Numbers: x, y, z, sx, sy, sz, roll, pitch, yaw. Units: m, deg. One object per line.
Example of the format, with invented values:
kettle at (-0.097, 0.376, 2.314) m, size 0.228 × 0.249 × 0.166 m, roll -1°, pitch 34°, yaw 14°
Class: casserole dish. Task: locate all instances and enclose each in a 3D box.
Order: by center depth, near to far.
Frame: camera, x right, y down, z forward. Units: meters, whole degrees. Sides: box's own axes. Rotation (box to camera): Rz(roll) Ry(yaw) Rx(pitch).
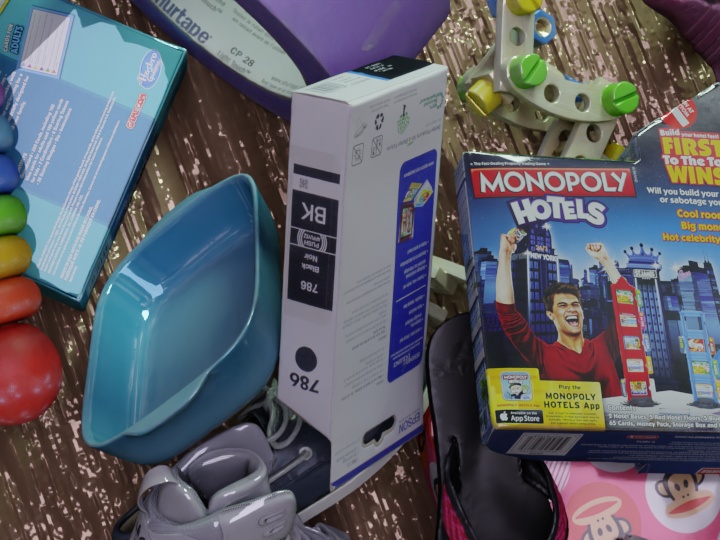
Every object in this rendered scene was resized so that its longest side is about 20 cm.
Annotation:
casserole dish at (-0.087, 0.028, 1.132) m, size 0.121 × 0.201 × 0.039 m, roll -37°, pitch 116°, yaw 18°

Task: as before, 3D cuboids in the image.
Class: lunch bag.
lunch bag at (0.144, 0.120, 1.177) m, size 0.198 × 0.082 × 0.177 m, roll -19°, pitch 83°, yaw -8°

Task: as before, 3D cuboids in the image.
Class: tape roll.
tape roll at (-0.055, -0.164, 1.147) m, size 0.200 × 0.200 × 0.085 m, roll 38°, pitch 80°, yaw 2°

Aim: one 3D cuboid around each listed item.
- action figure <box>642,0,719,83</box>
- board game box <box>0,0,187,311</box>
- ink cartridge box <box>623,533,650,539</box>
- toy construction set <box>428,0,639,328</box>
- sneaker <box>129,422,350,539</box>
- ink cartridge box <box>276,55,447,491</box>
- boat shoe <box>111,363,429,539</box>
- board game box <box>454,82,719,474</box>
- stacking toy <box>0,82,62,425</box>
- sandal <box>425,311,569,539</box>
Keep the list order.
action figure at (0.206, -0.136, 1.220) m, size 0.200 × 0.134 × 0.149 m, roll 43°, pitch 95°, yaw -1°
board game box at (-0.215, -0.087, 1.198) m, size 0.199 × 0.047 × 0.152 m, roll 23°, pitch 80°, yaw -1°
ink cartridge box at (0.176, 0.255, 1.117) m, size 0.145 × 0.083 × 0.201 m, roll 19°, pitch 95°, yaw -15°
toy construction set at (0.080, -0.046, 1.194) m, size 0.131 × 0.092 × 0.201 m, roll 33°, pitch 86°, yaw -24°
sneaker at (-0.031, 0.144, 1.103) m, size 0.198 × 0.075 × 0.116 m, roll 1°, pitch 119°, yaw -22°
ink cartridge box at (0.000, 0.000, 1.089) m, size 0.039 × 0.099 × 0.202 m, roll 13°, pitch 110°, yaw 28°
boat shoe at (-0.046, 0.096, 1.166) m, size 0.200 × 0.075 × 0.062 m, roll -38°, pitch 117°, yaw -3°
board game box at (0.143, 0.001, 1.124) m, size 0.198 × 0.062 × 0.201 m, roll 3°, pitch 64°, yaw -15°
stacking toy at (-0.205, -0.017, 1.130) m, size 0.085 × 0.085 × 0.202 m, roll -15°, pitch 89°, yaw -7°
sandal at (0.071, 0.121, 1.109) m, size 0.074 × 0.045 × 0.202 m, roll -9°, pitch 88°, yaw -10°
